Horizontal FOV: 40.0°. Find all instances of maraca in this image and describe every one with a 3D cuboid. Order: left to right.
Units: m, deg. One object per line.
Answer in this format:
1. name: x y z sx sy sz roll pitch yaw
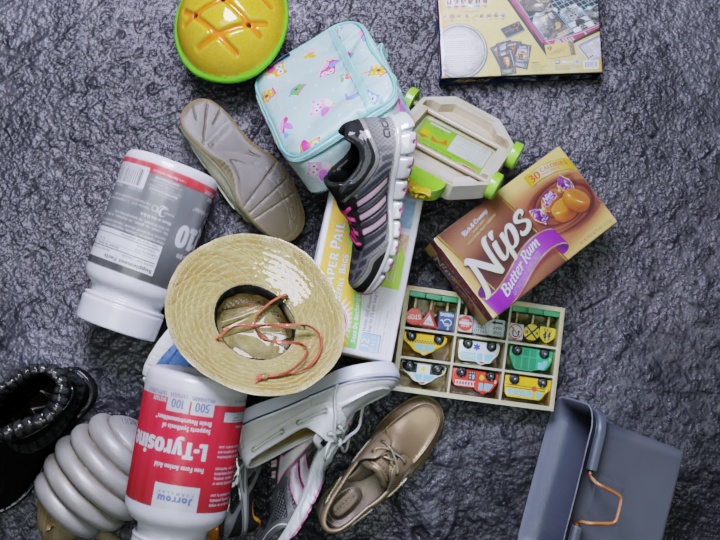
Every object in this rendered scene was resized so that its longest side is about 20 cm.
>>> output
1. maraca: -0.149 -0.314 1.176 0.135 0.107 0.202 10 75 3

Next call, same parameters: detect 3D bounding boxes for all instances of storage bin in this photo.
1. storage bin: 0.284 0.263 1.139 0.133 0.145 0.202 15 86 -10

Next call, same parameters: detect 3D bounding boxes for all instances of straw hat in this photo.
1. straw hat: -0.117 0.066 1.081 0.199 0.085 0.203 6 58 -9

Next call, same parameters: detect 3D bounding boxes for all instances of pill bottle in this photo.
1. pill bottle: -0.250 -0.028 1.150 0.113 0.114 0.202 19 87 0
2. pill bottle: -0.190 0.209 1.063 0.111 0.112 0.202 9 88 -1

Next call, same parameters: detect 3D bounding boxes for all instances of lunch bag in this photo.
1. lunch bag: -0.030 -0.196 1.131 0.159 0.077 0.201 -32 45 8

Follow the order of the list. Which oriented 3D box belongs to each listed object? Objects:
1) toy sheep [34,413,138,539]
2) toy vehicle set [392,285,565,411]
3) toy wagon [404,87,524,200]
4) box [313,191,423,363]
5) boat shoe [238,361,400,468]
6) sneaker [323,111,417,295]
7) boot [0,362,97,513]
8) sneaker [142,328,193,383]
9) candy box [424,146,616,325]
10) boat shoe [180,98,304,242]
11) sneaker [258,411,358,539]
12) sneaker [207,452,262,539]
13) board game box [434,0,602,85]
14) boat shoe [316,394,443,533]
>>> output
1. toy sheep: -0.291 0.233 1.127 0.138 0.138 0.200 41 84 1
2. toy vehicle set: 0.140 0.093 1.183 0.198 0.027 0.126 8 83 -6
3. toy wagon: 0.095 -0.134 1.144 0.154 0.040 0.200 29 47 9
4. box: 0.000 0.000 1.159 0.111 0.101 0.202 11 86 -2
5. boat shoe: -0.043 0.171 1.097 0.200 0.075 0.087 -20 61 -1
6. sneaker: -0.001 -0.073 1.051 0.086 0.074 0.202 4 111 -16
7. boot: -0.389 0.189 1.110 0.079 0.158 0.212 35 86 1
8. sneaker: -0.170 0.066 1.157 0.089 0.078 0.201 28 94 18
9. candy box: 0.189 -0.041 1.171 0.199 0.056 0.117 -35 85 -15
10. boat shoe: -0.143 -0.116 1.192 0.201 0.063 0.073 47 74 -5
11. sneaker: -0.078 0.229 1.163 0.086 0.080 0.201 25 73 6
12. sneaker: -0.152 0.216 1.163 0.076 0.078 0.203 7 82 -26
13. board game box: 0.193 -0.302 1.217 0.197 0.035 0.137 -2 87 -1
14. boat shoe: 0.028 0.231 1.163 0.071 0.065 0.200 40 85 1
